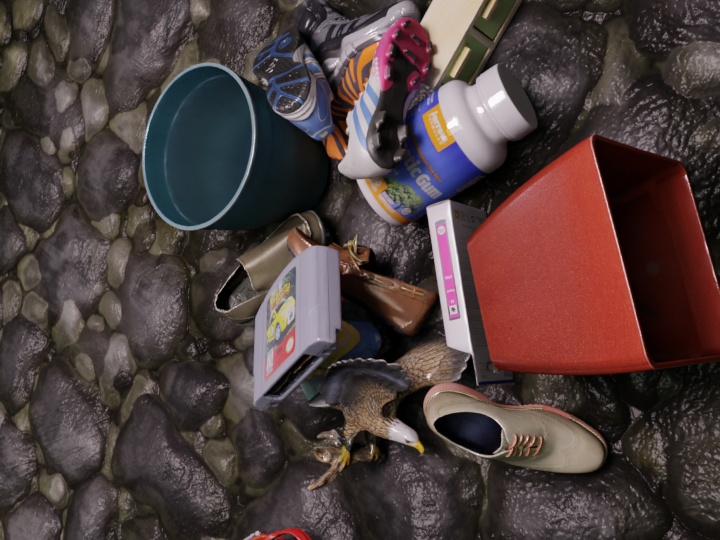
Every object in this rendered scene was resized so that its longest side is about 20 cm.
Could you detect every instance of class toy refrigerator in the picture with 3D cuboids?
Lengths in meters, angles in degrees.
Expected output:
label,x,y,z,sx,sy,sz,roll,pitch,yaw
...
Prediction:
label,x,y,z,sx,sy,sz,roll,pitch,yaw
toy refrigerator,0.133,-0.302,0.934,0.070,0.076,0.202,39,107,31

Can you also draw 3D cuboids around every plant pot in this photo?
label,x,y,z,sx,sy,sz,roll,pitch,yaw
plant pot,-0.146,-0.141,1.045,0.198,0.187,0.204,-4,82,35
plant pot,0.220,0.010,0.782,0.175,0.198,0.203,-23,72,42

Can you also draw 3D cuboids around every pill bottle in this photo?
label,x,y,z,sx,sy,sz,roll,pitch,yaw
pill bottle,0.097,-0.144,0.922,0.199,0.111,0.113,-32,68,29

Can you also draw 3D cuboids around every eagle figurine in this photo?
label,x,y,z,sx,sy,sz,roll,pitch,yaw
eagle figurine,0.024,0.149,0.930,0.149,0.152,0.202,19,117,-4

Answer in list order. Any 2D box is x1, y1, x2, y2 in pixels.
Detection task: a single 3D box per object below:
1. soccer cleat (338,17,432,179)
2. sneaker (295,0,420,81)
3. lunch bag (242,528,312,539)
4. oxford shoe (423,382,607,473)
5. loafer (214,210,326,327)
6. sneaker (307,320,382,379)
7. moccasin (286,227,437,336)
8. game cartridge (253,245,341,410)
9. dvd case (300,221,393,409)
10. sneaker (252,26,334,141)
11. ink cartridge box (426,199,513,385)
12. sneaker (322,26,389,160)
label,x,y,z,sx,sy,sz,roll,pitch,yaw
soccer cleat,0.020,-0.191,0.891,0.086,0.069,0.203,-16,51,48
sneaker,-0.019,-0.314,1.040,0.199,0.075,0.115,-28,73,32
lunch bag,-0.095,0.415,1.019,0.198,0.081,0.179,4,87,36
oxford shoe,0.159,0.176,0.828,0.197,0.074,0.072,13,103,3
loafer,-0.121,0.001,1.060,0.200,0.069,0.076,-49,60,21
sneaker,-0.039,0.100,0.997,0.199,0.104,0.077,162,111,-63
moccasin,-0.001,0.000,0.979,0.200,0.074,0.079,31,97,19
game cartridge,-0.078,0.063,0.926,0.200,0.040,0.135,-48,34,49
dvd case,-0.055,0.058,1.063,0.146,0.022,0.202,-41,65,25
sneaker,-0.080,-0.229,0.990,0.075,0.077,0.202,-31,41,17
ink cartridge box,0.123,0.027,0.896,0.037,0.094,0.203,-17,76,32
sneaker,0.009,-0.206,1.002,0.200,0.077,0.113,-39,69,55
